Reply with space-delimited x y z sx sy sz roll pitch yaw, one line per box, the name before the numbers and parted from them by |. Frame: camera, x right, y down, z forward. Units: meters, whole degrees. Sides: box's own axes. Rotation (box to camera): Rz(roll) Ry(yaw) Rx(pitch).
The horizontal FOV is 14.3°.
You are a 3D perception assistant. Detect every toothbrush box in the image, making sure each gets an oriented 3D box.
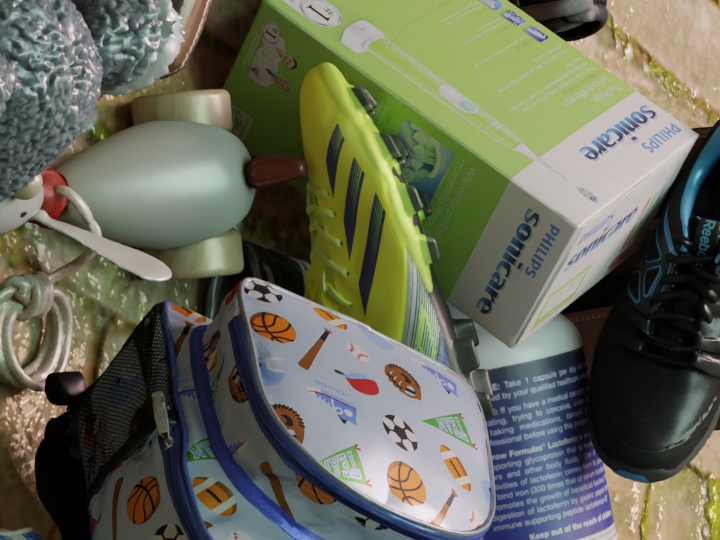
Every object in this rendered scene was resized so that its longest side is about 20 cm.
toothbrush box | 0.048 -0.072 1.465 0.146 0.200 0.086 -35 156 -53

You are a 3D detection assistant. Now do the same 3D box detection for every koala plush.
koala plush | -0.184 -0.081 1.112 0.177 0.199 0.185 -14 104 -55

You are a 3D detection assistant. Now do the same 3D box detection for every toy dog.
toy dog | -0.100 -0.037 1.331 0.200 0.096 0.132 -39 114 -51

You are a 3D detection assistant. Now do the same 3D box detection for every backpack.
backpack | -0.028 0.113 1.248 0.199 0.154 0.191 21 39 -23

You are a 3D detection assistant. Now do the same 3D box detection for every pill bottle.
pill bottle | 0.069 0.085 1.528 0.116 0.115 0.201 -12 93 -55

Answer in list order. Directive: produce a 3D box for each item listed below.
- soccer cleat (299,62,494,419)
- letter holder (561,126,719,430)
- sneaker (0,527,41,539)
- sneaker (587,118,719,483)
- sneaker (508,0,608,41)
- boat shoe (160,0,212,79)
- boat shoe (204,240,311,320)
soccer cleat | 0.000 0.001 1.383 0.065 0.083 0.201 -81 151 -76
letter holder | 0.163 0.008 1.605 0.142 0.199 0.101 62 39 -25
sneaker | -0.146 0.155 1.240 0.200 0.075 0.077 49 51 -39
sneaker | 0.166 0.010 1.485 0.082 0.073 0.201 70 38 -71
sneaker | 0.101 -0.195 1.652 0.200 0.070 0.100 40 45 -62
boat shoe | -0.080 -0.180 1.415 0.072 0.075 0.201 37 55 -47
boat shoe | -0.056 0.080 1.405 0.071 0.072 0.201 27 50 -40
